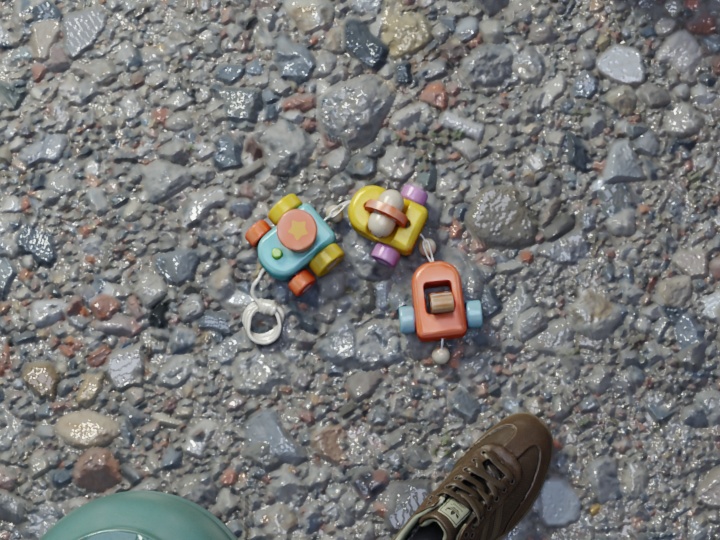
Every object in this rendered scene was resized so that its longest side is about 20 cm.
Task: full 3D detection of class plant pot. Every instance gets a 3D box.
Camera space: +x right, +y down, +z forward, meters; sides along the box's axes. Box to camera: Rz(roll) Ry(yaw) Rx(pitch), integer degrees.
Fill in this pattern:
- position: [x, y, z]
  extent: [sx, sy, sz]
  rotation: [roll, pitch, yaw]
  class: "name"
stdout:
- position: [-0.180, 0.263, 1.401]
  extent: [0.199, 0.134, 0.202]
  rotation: [0, 77, 2]
  class: "plant pot"

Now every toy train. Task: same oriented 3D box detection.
- position: [0.000, 0.000, 1.495]
  extent: [0.199, 0.056, 0.151]
  rotation: [-1, 77, 1]
  class: "toy train"

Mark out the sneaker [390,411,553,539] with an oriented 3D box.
- position: [0.084, 0.193, 1.439]
  extent: [0.070, 0.076, 0.200]
  rotation: [39, 82, 9]
  class: "sneaker"
